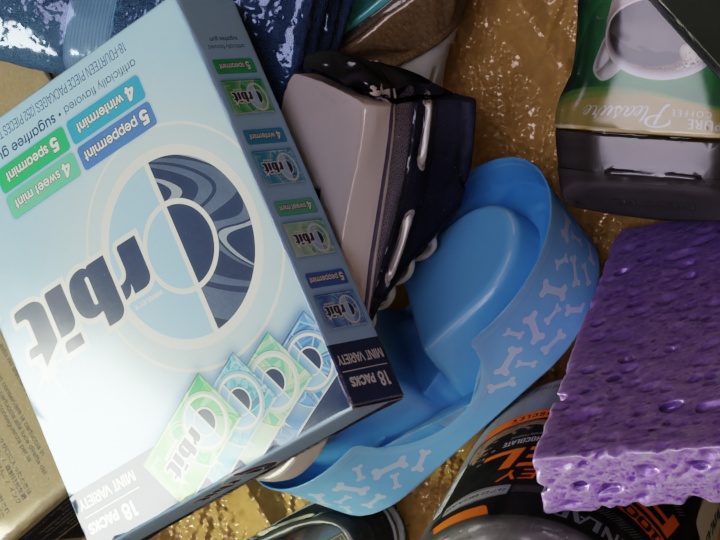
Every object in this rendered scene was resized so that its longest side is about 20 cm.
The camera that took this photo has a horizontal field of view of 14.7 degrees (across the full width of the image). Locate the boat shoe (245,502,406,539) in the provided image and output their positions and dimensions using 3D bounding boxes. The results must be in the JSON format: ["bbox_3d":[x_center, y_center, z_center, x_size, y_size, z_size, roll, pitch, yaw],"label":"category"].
[{"bbox_3d":[-0.067,0.169,1.373,0.200,0.057,0.069,-36,79,20],"label":"boat shoe"}]

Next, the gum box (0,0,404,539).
[{"bbox_3d":[-0.091,0.003,1.253,0.170,0.044,0.201,-30,78,33],"label":"gum box"}]

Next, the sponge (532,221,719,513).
[{"bbox_3d":[0.149,0.035,1.209,0.111,0.200,0.030,-6,118,21],"label":"sponge"}]

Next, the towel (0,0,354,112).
[{"bbox_3d":[-0.102,-0.139,1.299,0.199,0.049,0.112,14,89,19],"label":"towel"}]

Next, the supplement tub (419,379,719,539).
[{"bbox_3d":[0.084,0.138,1.220,0.122,0.200,0.123,6,114,15],"label":"supplement tub"}]

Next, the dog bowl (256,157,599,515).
[{"bbox_3d":[0.031,0.037,1.305,0.200,0.112,0.050,-42,122,18],"label":"dog bowl"}]

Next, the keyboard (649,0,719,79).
[{"bbox_3d":[0.155,-0.162,1.199,0.200,0.040,0.104,49,123,3],"label":"keyboard"}]

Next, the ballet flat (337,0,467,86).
[{"bbox_3d":[-0.009,-0.088,1.329,0.200,0.068,0.072,-35,106,3],"label":"ballet flat"}]

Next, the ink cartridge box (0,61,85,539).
[{"bbox_3d":[-0.151,0.010,1.372,0.165,0.075,0.200,-39,69,23],"label":"ink cartridge box"}]

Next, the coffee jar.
[{"bbox_3d":[0.143,-0.123,1.257,0.104,0.085,0.201,5,94,15],"label":"coffee jar"}]

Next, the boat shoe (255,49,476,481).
[{"bbox_3d":[0.000,0.000,1.278,0.075,0.093,0.201,27,109,38],"label":"boat shoe"}]
